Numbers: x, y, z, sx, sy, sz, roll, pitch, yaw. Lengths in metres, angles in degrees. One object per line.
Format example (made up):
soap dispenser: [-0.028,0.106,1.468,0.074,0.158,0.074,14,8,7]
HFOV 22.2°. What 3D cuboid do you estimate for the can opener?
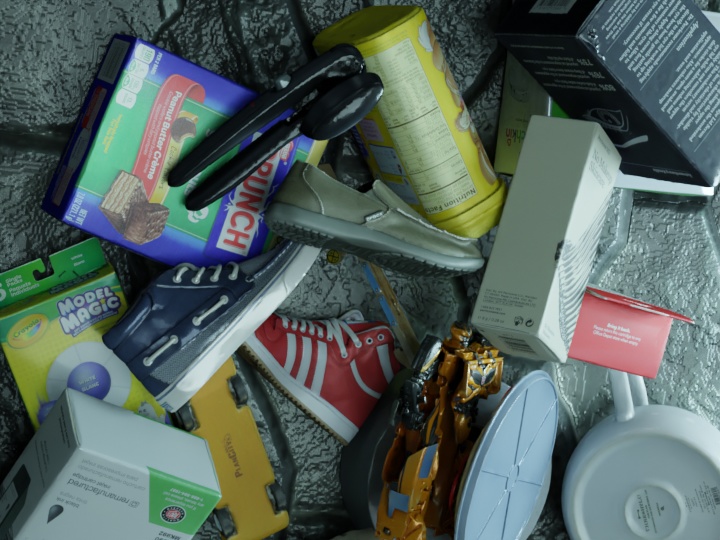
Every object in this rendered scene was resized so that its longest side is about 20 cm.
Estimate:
can opener: [-0.075,-0.122,1.537,0.199,0.079,0.064,-30,105,0]

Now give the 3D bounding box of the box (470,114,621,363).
box: [0.164,-0.028,1.603,0.082,0.068,0.202,40,64,-58]

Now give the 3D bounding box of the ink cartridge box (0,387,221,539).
ink cartridge box: [-0.232,0.218,1.552,0.145,0.084,0.201,23,114,-30]

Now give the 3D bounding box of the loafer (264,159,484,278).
loafer: [0.019,-0.044,1.542,0.198,0.075,0.070,17,77,-22]

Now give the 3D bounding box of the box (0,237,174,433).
box: [-0.242,0.083,1.585,0.116,0.048,0.202,-22,106,-11]

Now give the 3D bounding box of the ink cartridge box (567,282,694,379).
ink cartridge box: [0.207,0.046,1.708,0.115,0.200,0.068,14,94,-26]

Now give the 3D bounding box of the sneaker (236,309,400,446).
sneaker: [-0.045,0.059,1.666,0.113,0.071,0.200,-49,121,-6]

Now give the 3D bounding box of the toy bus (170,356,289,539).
toy bus: [-0.129,0.145,1.636,0.065,0.078,0.202,-24,109,-17]

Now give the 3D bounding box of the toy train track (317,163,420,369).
toy train track: [0.000,0.000,1.657,0.032,0.114,0.201,-30,83,25]

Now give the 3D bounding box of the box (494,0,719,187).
box: [0.241,-0.178,1.611,0.200,0.148,0.105,43,79,-25]

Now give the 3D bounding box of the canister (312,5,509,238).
canister: [0.044,-0.130,1.633,0.086,0.148,0.201,-31,109,-16]

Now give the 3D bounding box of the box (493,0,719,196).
box: [0.240,-0.168,1.746,0.198,0.097,0.179,4,95,-25]

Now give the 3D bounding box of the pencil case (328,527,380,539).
pencil case: [-0.054,0.301,1.666,0.198,0.090,0.078,-20,123,-6]

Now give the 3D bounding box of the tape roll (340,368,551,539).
tape roll: [0.083,0.191,1.751,0.198,0.066,0.203,-5,102,-25]

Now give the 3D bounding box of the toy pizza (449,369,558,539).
toy pizza: [0.126,0.184,1.669,0.200,0.031,0.202,-45,145,-45]

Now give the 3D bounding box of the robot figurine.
robot figurine: [0.074,0.146,1.646,0.145,0.058,0.202,-3,110,-60]

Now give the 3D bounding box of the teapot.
teapot: [0.293,0.212,1.814,0.196,0.146,0.201,28,108,6]

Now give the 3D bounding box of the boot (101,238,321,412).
boot: [-0.123,0.018,1.549,0.090,0.073,0.200,45,74,-8]

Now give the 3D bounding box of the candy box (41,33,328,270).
candy box: [-0.149,-0.088,1.587,0.199,0.077,0.171,22,92,-27]
